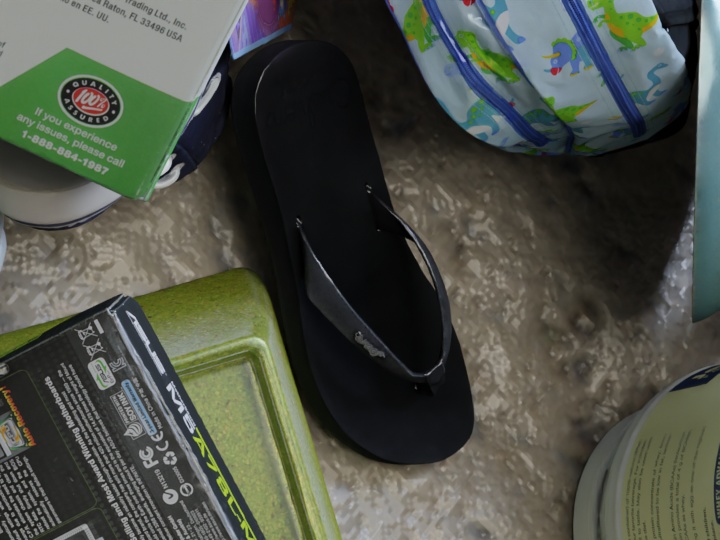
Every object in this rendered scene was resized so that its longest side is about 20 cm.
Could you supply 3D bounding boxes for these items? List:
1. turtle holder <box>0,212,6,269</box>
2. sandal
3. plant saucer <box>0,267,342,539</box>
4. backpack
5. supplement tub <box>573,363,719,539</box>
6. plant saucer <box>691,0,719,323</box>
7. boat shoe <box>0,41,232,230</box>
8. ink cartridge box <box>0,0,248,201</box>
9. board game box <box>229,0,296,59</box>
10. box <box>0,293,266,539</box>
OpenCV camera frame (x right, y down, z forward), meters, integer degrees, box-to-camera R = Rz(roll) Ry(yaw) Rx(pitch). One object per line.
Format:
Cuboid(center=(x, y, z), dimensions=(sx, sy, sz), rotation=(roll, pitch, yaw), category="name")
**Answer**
Cuboid(center=(-0.204, -0.036, 1.072), dimensions=(0.132, 0.141, 0.186), rotation=(42, 24, -32), category="turtle holder")
Cuboid(center=(-0.001, 0.000, 1.192), dimensions=(0.076, 0.043, 0.200), rotation=(-36, 116, -30), category="sandal")
Cuboid(center=(-0.087, 0.112, 1.142), dimensions=(0.199, 0.048, 0.201), rotation=(-16, 88, -31), category="plant saucer")
Cuboid(center=(0.079, -0.121, 1.197), dimensions=(0.153, 0.200, 0.164), rotation=(-21, 92, -7), category="backpack")
Cuboid(center=(0.195, 0.105, 1.212), dimensions=(0.145, 0.200, 0.145), rotation=(6, 78, -28), category="supplement tub")
Cuboid(center=(0.161, -0.077, 1.242), dimensions=(0.027, 0.200, 0.201), rotation=(1, 77, 7), category="plant saucer")
Cuboid(center=(-0.091, -0.056, 1.113), dimensions=(0.074, 0.093, 0.200), rotation=(13, 40, 14), category="boat shoe")
Cuboid(center=(-0.092, -0.147, 0.955), dimensions=(0.146, 0.200, 0.083), rotation=(26, 25, -10), category="ink cartridge box")
Cuboid(center=(-0.019, -0.170, 1.155), dimensions=(0.039, 0.200, 0.158), rotation=(4, 100, 7), category="board game box")
Cuboid(center=(-0.125, 0.139, 1.058), dimensions=(0.193, 0.048, 0.200), rotation=(-28, 95, 10), category="box")
